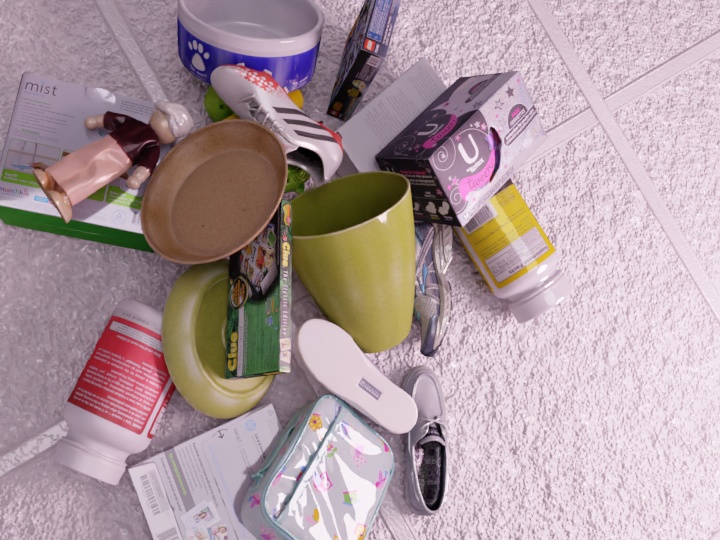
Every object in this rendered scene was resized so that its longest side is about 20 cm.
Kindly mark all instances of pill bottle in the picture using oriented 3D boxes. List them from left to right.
[{"bbox_3d":[-0.289,0.148,0.888,0.111,0.112,0.203,26,72,-9],"label":"pill bottle"},{"bbox_3d":[0.219,-0.032,1.072,0.113,0.114,0.202,-32,88,-20],"label":"pill bottle"}]

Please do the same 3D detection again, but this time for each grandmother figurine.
[{"bbox_3d":[-0.293,-0.146,0.882,0.199,0.061,0.122,-35,81,-22],"label":"grandmother figurine"}]

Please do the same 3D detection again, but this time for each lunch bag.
[{"bbox_3d":[-0.051,0.268,0.909,0.161,0.077,0.201,47,47,-16],"label":"lunch bag"}]

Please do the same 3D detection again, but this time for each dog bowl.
[{"bbox_3d":[-0.152,-0.327,0.999,0.195,0.080,0.202,8,41,-7],"label":"dog bowl"}]

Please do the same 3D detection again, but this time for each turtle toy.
[{"bbox_3d":[-0.140,-0.186,1.007,0.145,0.101,0.202,-36,91,-34],"label":"turtle toy"}]

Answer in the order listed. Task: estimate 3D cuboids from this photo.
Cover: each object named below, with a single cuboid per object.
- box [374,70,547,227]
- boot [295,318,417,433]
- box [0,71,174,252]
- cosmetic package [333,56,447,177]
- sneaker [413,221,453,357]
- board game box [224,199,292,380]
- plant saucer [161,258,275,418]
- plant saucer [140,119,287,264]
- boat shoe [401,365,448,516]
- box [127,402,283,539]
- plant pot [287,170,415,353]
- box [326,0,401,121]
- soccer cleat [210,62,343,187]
[{"bbox_3d":[0.141,-0.172,1.010,0.200,0.131,0.116,-45,119,-19],"label":"box"},{"bbox_3d":[-0.015,0.144,0.973,0.200,0.090,0.073,45,75,-8],"label":"boot"},{"bbox_3d":[-0.349,-0.137,0.942,0.195,0.097,0.181,10,75,-13],"label":"box"},{"bbox_3d":[0.045,-0.211,1.078,0.200,0.071,0.102,-43,100,-20],"label":"cosmetic package"},{"bbox_3d":[0.085,0.025,1.051,0.084,0.078,0.204,5,69,-5],"label":"sneaker"},{"bbox_3d":[-0.123,0.025,0.878,0.023,0.103,0.205,15,70,-47],"label":"board game box"},{"bbox_3d":[-0.163,0.083,0.921,0.198,0.031,0.205,18,67,-50],"label":"plant saucer"},{"bbox_3d":[-0.172,-0.090,0.880,0.196,0.036,0.204,-10,60,16],"label":"plant saucer"},{"bbox_3d":[0.095,0.232,1.000,0.068,0.071,0.206,3,77,-15],"label":"boat shoe"},{"bbox_3d":[-0.176,0.282,0.929,0.197,0.041,0.159,-22,85,-18],"label":"box"},{"bbox_3d":[0.000,0.000,0.968,0.185,0.186,0.203,-27,118,-19],"label":"plant pot"},{"bbox_3d":[0.006,-0.316,1.027,0.039,0.200,0.140,18,73,-11],"label":"box"},{"bbox_3d":[-0.108,-0.184,0.922,0.198,0.068,0.086,35,48,-19],"label":"soccer cleat"}]
